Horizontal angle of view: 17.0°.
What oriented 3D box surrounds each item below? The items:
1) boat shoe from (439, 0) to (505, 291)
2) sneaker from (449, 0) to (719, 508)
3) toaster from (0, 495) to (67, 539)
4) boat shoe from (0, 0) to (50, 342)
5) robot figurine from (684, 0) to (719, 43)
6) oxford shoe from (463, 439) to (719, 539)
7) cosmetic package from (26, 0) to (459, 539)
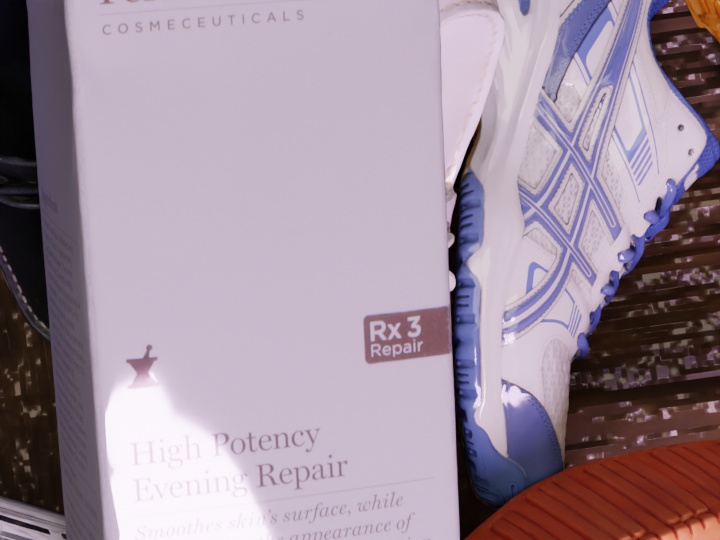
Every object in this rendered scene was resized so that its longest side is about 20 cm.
[{"bbox_3d":[0.000,0.000,0.727,0.069,0.071,0.200,47,124,34],"label":"boat shoe"},{"bbox_3d":[0.072,-0.023,0.767,0.088,0.075,0.201,3,87,-2],"label":"sneaker"},{"bbox_3d":[-0.126,0.132,0.735,0.199,0.114,0.129,16,81,1],"label":"toaster"},{"bbox_3d":[-0.098,-0.044,0.720,0.074,0.200,0.062,15,45,16],"label":"boat shoe"},{"bbox_3d":[0.200,-0.064,0.713,0.200,0.145,0.058,6,57,33],"label":"robot figurine"},{"bbox_3d":[0.061,0.110,0.720,0.200,0.071,0.073,-23,106,-8],"label":"oxford shoe"},{"bbox_3d":[-0.032,0.005,0.646,0.101,0.074,0.201,-7,104,-16],"label":"cosmetic package"}]
